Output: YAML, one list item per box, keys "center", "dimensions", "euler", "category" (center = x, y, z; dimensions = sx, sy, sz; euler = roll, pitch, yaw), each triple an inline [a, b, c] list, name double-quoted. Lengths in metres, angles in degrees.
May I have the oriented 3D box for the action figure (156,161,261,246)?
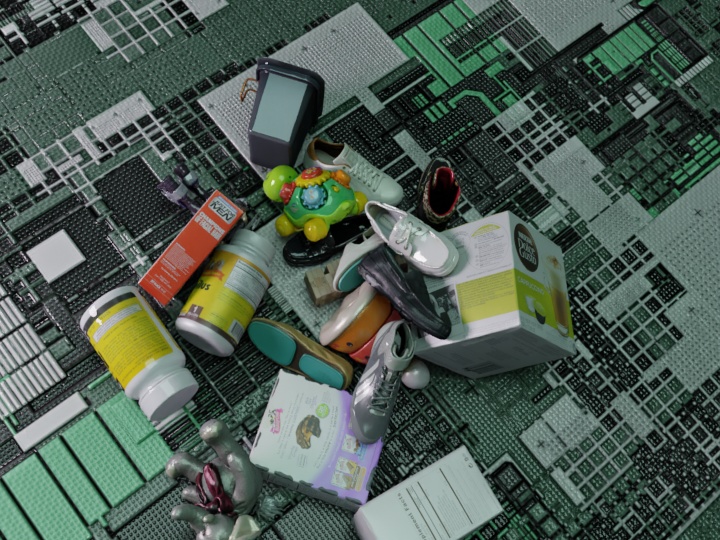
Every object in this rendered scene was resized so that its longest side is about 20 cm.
- center: [-0.261, -0.101, 1.748]
  dimensions: [0.200, 0.069, 0.130]
  euler: [45, 60, -4]
  category: "action figure"

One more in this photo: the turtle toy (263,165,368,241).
- center: [-0.091, -0.131, 1.746]
  dimensions: [0.199, 0.102, 0.145]
  euler: [11, 35, 42]
  category: "turtle toy"

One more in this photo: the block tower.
- center: [0.000, 0.000, 1.747]
  dimensions: [0.198, 0.054, 0.058]
  euler: [-20, 71, -16]
  category: "block tower"

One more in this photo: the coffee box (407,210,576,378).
- center: [0.214, 0.045, 1.638]
  dimensions: [0.198, 0.199, 0.200]
  euler: [-18, 63, 32]
  category: "coffee box"

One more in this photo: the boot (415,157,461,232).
- center: [0.140, -0.139, 1.774]
  dimensions: [0.072, 0.151, 0.202]
  euler: [17, 66, 0]
  category: "boot"

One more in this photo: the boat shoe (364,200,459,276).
- center: [0.074, -0.055, 1.609]
  dimensions: [0.199, 0.069, 0.071]
  euler: [34, 89, 41]
  category: "boat shoe"

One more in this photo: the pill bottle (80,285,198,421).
- center: [-0.355, 0.135, 1.606]
  dimensions: [0.114, 0.115, 0.201]
  euler: [-33, 74, -19]
  category: "pill bottle"

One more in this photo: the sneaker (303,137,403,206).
- center: [-0.011, -0.178, 1.807]
  dimensions: [0.198, 0.085, 0.073]
  euler: [24, 64, 1]
  category: "sneaker"

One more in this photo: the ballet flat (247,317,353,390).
- center: [-0.100, 0.138, 1.676]
  dimensions: [0.199, 0.069, 0.063]
  euler: [33, 27, 8]
  category: "ballet flat"

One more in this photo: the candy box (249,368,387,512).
- center: [-0.066, 0.276, 1.610]
  dimensions: [0.198, 0.072, 0.169]
  euler: [19, 66, 0]
  category: "candy box"

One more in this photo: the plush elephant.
- center: [-0.220, 0.360, 1.503]
  dimensions: [0.200, 0.164, 0.155]
  euler: [44, 39, -14]
  category: "plush elephant"

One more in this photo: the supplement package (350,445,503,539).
- center: [0.101, 0.386, 1.559]
  dimensions: [0.198, 0.121, 0.120]
  euler: [-27, 73, -17]
  category: "supplement package"

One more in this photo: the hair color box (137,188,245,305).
- center: [-0.278, -0.041, 1.653]
  dimensions: [0.064, 0.111, 0.201]
  euler: [39, 91, -8]
  category: "hair color box"

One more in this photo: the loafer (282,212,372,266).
- center: [-0.044, -0.066, 1.764]
  dimensions: [0.198, 0.063, 0.073]
  euler: [-17, 70, -15]
  category: "loafer"

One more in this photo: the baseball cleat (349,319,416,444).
- center: [0.035, 0.172, 1.558]
  dimensions: [0.069, 0.106, 0.202]
  euler: [15, 76, -11]
  category: "baseball cleat"

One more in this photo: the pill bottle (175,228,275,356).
- center: [-0.220, 0.035, 1.665]
  dimensions: [0.108, 0.109, 0.201]
  euler: [25, 69, 3]
  category: "pill bottle"

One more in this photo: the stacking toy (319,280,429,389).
- center: [0.043, 0.125, 1.674]
  dimensions: [0.200, 0.146, 0.146]
  euler: [43, 67, -5]
  category: "stacking toy"

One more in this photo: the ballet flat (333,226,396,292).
- center: [0.015, -0.034, 1.707]
  dimensions: [0.199, 0.070, 0.070]
  euler: [-36, 76, -25]
  category: "ballet flat"

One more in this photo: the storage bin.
- center: [-0.152, -0.269, 1.773]
  dimensions: [0.144, 0.200, 0.136]
  euler: [17, 75, 0]
  category: "storage bin"

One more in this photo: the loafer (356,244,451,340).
- center: [0.076, 0.032, 1.568]
  dimensions: [0.071, 0.068, 0.200]
  euler: [-48, 59, 2]
  category: "loafer"
